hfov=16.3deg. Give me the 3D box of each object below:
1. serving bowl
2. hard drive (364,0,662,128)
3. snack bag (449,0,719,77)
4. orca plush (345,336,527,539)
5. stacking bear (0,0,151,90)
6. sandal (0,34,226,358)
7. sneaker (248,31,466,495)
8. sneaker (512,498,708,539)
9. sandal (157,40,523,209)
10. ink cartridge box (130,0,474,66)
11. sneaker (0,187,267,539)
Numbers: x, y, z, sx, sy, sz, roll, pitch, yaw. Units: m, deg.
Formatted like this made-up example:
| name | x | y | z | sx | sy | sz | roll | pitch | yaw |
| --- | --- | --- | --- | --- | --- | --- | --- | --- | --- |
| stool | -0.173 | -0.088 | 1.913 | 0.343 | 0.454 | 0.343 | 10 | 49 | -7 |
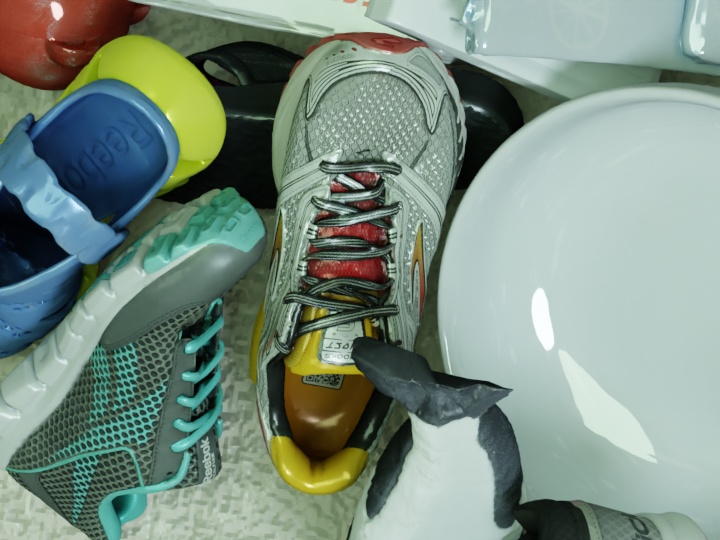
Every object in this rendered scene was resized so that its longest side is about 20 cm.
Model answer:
| name | x | y | z | sx | sy | sz | roll | pitch | yaw |
| --- | --- | --- | --- | --- | --- | --- | --- | --- | --- |
| serving bowl | 0.131 | 0.019 | 0.987 | 0.199 | 0.066 | 0.202 | 10 | 112 | 26 |
| hard drive | 0.088 | -0.171 | 0.980 | 0.027 | 0.131 | 0.201 | 17 | 88 | 57 |
| snack bag | 0.132 | -0.169 | 0.964 | 0.199 | 0.021 | 0.190 | 3 | 93 | -26 |
| orca plush | 0.018 | 0.079 | 0.991 | 0.104 | 0.201 | 0.071 | -15 | 53 | 2 |
| stacking bear | -0.188 | -0.136 | 1.059 | 0.199 | 0.121 | 0.114 | 20 | 114 | 13 |
| sandal | -0.137 | -0.018 | 1.025 | 0.079 | 0.087 | 0.200 | 43 | 136 | -1 |
| sneaker | 0.000 | 0.000 | 0.988 | 0.077 | 0.082 | 0.201 | 4 | 121 | -5 |
| sneaker | 0.047 | 0.160 | 0.976 | 0.087 | 0.074 | 0.200 | 25 | 116 | -28 |
| sandal | -0.029 | -0.063 | 1.047 | 0.199 | 0.076 | 0.048 | 0 | 54 | 14 |
| ink cartridge box | -0.005 | -0.193 | 1.025 | 0.144 | 0.084 | 0.202 | 12 | 93 | 13 |
| sneaker | -0.083 | 0.044 | 1.033 | 0.091 | 0.078 | 0.200 | 45 | 134 | -1 |
